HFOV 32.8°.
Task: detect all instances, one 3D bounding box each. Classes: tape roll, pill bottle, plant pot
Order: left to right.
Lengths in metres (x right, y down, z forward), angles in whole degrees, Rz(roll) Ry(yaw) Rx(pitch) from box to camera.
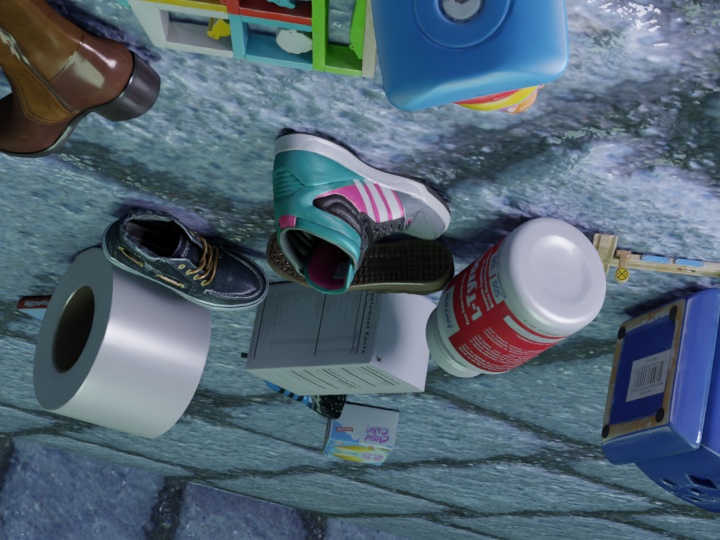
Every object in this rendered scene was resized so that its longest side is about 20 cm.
[{"bbox_3d":[-0.290,0.089,1.486,0.138,0.206,0.201,22,158,-33],"label":"tape roll"},{"bbox_3d":[0.145,0.036,1.216,0.111,0.114,0.200,16,152,-19],"label":"pill bottle"},{"bbox_3d":[0.377,0.137,1.323,0.178,0.203,0.200,20,160,-14],"label":"plant pot"}]

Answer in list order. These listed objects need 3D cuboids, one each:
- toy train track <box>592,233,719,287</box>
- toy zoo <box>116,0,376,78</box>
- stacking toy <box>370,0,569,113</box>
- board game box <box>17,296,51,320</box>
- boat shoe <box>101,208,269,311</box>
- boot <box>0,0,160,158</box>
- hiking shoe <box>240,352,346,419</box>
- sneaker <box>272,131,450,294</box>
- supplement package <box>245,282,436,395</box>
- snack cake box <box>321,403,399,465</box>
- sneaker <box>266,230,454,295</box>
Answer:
[{"bbox_3d":[0.280,0.003,1.219,0.197,0.033,0.115,6,162,8],"label":"toy train track"},{"bbox_3d":[-0.084,-0.185,0.851,0.197,0.021,0.131,9,162,0],"label":"toy zoo"},{"bbox_3d":[0.087,-0.142,0.798,0.114,0.112,0.200,-9,169,16],"label":"stacking toy"},{"bbox_3d":[-0.381,0.061,1.739,0.197,0.020,0.103,-3,157,32],"label":"board game box"},{"bbox_3d":[-0.183,-0.009,1.345,0.198,0.072,0.091,19,164,-21],"label":"boat shoe"},{"bbox_3d":[-0.284,-0.163,0.942,0.186,0.070,0.199,-4,157,35],"label":"boot"},{"bbox_3d":[-0.090,0.159,1.829,0.086,0.075,0.200,6,153,35],"label":"hiking shoe"},{"bbox_3d":[-0.001,-0.033,1.104,0.198,0.123,0.083,22,158,-34],"label":"sneaker"},{"bbox_3d":[-0.024,0.081,1.469,0.198,0.115,0.109,-5,156,39],"label":"supplement package"},{"bbox_3d":[-0.002,0.291,2.165,0.113,0.068,0.200,11,162,-2],"label":"snack cake box"},{"bbox_3d":[0.000,0.000,1.287,0.197,0.072,0.076,7,163,7],"label":"sneaker"}]
